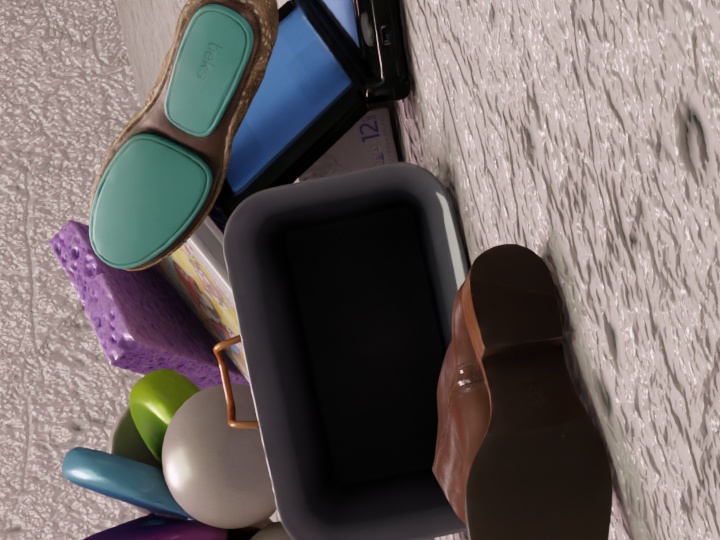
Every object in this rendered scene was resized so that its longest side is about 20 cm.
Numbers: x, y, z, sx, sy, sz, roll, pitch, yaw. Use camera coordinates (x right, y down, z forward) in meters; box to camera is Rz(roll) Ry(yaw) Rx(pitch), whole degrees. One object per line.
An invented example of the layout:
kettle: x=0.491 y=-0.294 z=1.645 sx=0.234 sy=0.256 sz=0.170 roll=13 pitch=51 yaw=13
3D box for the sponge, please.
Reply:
sponge: x=-0.129 y=0.036 z=1.756 sx=0.200 sy=0.030 sz=0.112 roll=24 pitch=-151 yaw=-56

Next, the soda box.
soda box: x=0.000 y=0.000 z=1.526 sx=0.068 sy=0.063 sz=0.200 roll=-137 pitch=35 yaw=-76

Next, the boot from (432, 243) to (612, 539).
boot: x=0.067 y=0.104 z=1.194 sx=0.200 sy=0.064 sz=0.187 roll=105 pitch=165 yaw=-67

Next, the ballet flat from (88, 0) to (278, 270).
ballet flat: x=-0.094 y=-0.084 z=1.434 sx=0.200 sy=0.070 sz=0.065 roll=-57 pitch=0 yaw=34

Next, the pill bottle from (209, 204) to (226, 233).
pill bottle: x=-0.065 y=-0.053 z=1.730 sx=0.200 sy=0.116 sz=0.116 roll=89 pitch=167 yaw=-55

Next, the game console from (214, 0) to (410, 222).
game console: x=-0.052 y=-0.148 z=1.462 sx=0.200 sy=0.116 sz=0.176 roll=-122 pitch=21 yaw=-63

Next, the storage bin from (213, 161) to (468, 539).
storage bin: x=-0.004 y=0.049 z=1.409 sx=0.134 sy=0.145 sz=0.200 roll=-17 pitch=-85 yaw=-87

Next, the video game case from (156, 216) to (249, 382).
video game case: x=-0.095 y=0.010 z=1.657 sx=0.182 sy=0.023 sz=0.200 roll=51 pitch=169 yaw=8

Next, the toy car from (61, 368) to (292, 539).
toy car: x=-0.104 y=0.163 z=1.504 sx=0.200 sy=0.150 sz=0.175 roll=65 pitch=159 yaw=-8
